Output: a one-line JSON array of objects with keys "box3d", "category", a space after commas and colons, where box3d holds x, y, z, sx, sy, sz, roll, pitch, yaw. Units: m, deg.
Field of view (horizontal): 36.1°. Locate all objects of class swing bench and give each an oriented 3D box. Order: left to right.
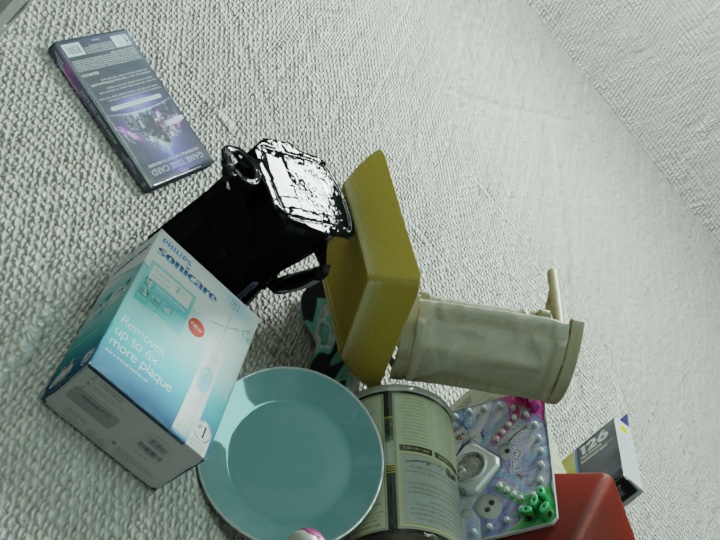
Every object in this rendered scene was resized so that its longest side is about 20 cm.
[{"box3d": [0.138, 0.073, 1.290, 0.195, 0.132, 0.200, 10, 18, -1], "category": "swing bench"}]

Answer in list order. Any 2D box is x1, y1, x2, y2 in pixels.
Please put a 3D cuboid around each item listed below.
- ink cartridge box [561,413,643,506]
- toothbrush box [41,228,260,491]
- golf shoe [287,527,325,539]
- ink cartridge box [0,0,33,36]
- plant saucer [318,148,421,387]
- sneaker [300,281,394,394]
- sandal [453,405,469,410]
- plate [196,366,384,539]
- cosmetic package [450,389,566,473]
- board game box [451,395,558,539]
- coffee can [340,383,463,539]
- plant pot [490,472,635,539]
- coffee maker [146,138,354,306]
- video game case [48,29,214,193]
[{"box3d": [0.281, 0.287, 1.468, 0.047, 0.198, 0.201, 41, 21, -11], "category": "ink cartridge box"}, {"box3d": [-0.197, 0.084, 1.079, 0.146, 0.085, 0.201, 44, 34, -20], "category": "toothbrush box"}, {"box3d": [-0.069, 0.336, 1.018, 0.090, 0.075, 0.203, 18, 60, -32], "category": "golf shoe"}, {"box3d": [-0.421, -0.328, 1.102, 0.200, 0.144, 0.088, 48, 31, -14], "category": "ink cartridge box"}, {"box3d": [0.000, 0.000, 1.253, 0.048, 0.202, 0.202, 1, 49, -18], "category": "plant saucer"}, {"box3d": [0.002, 0.109, 1.371, 0.139, 0.077, 0.202, 30, 39, -37], "category": "sneaker"}, {"box3d": [0.115, 0.269, 1.410, 0.070, 0.076, 0.213, 64, 30, -26], "category": "sandal"}, {"box3d": [-0.073, 0.195, 1.147, 0.196, 0.026, 0.203, 7, 57, -11], "category": "plate"}, {"box3d": [0.196, 0.238, 1.466, 0.073, 0.103, 0.201, 36, 22, -33], "category": "cosmetic package"}, {"box3d": [0.130, 0.233, 1.317, 0.202, 0.197, 0.026, -86, 152, -48], "category": "board game box"}, {"box3d": [0.040, 0.250, 1.217, 0.146, 0.146, 0.202, 36, 35, -31], "category": "coffee can"}, {"box3d": [0.203, 0.371, 1.276, 0.176, 0.197, 0.203, -45, 118, -47], "category": "plant pot"}, {"box3d": [-0.139, -0.045, 1.189, 0.191, 0.199, 0.136, 32, 35, -36], "category": "coffee maker"}, {"box3d": [-0.271, -0.195, 1.327, 0.202, 0.019, 0.143, 57, 29, -1], "category": "video game case"}]
